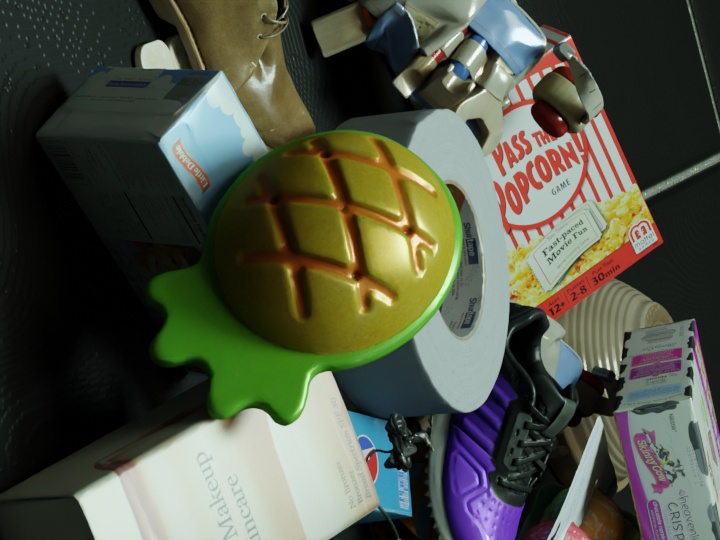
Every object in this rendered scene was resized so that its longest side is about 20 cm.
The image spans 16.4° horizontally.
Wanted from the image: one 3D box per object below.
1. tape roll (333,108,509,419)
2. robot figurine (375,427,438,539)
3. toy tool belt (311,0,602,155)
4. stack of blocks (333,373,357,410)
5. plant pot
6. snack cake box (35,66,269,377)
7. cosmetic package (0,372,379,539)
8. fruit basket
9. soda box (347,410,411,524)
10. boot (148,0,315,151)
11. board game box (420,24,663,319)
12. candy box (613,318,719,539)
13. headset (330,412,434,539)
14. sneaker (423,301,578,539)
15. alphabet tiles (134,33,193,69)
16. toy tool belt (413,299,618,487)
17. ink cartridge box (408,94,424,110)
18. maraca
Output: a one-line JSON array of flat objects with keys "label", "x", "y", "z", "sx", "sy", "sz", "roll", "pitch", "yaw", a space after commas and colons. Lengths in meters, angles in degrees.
[{"label": "tape roll", "x": 0.035, "y": -0.004, "z": 1.649, "sx": 0.200, "sy": 0.066, "sz": 0.202, "roll": -5, "pitch": 90, "yaw": -67}, {"label": "robot figurine", "x": 0.051, "y": 0.218, "z": 1.744, "sx": 0.145, "sy": 0.058, "sz": 0.201, "roll": 49, "pitch": 38, "yaw": -40}, {"label": "toy tool belt", "x": 0.068, "y": -0.146, "z": 1.823, "sx": 0.200, "sy": 0.123, "sz": 0.125, "roll": 45, "pitch": -10, "yaw": -7}, {"label": "stack of blocks", "x": 0.000, "y": 0.000, "z": 1.724, "sx": 0.200, "sy": 0.058, "sz": 0.116, "roll": -54, "pitch": 134, "yaw": -57}, {"label": "plant pot", "x": 0.215, "y": 0.085, "z": 2.092, "sx": 0.201, "sy": 0.092, "sz": 0.202, "roll": 34, "pitch": 50, "yaw": -54}, {"label": "snack cake box", "x": -0.093, "y": -0.024, "z": 1.490, "sx": 0.067, "sy": 0.115, "sz": 0.201, "roll": -51, "pitch": 127, "yaw": -31}, {"label": "cosmetic package", "x": -0.095, "y": 0.131, "z": 1.391, "sx": 0.200, "sy": 0.087, "sz": 0.104, "roll": -30, "pitch": 103, "yaw": -42}, {"label": "fruit basket", "x": 0.139, "y": 0.213, "z": 1.815, "sx": 0.186, "sy": 0.093, "sz": 0.200, "roll": -66, "pitch": 159, "yaw": -14}, {"label": "soda box", "x": -0.042, "y": 0.122, "z": 1.592, "sx": 0.200, "sy": 0.067, "sz": 0.065, "roll": 21, "pitch": 62, "yaw": -59}, {"label": "boot", "x": -0.072, "y": -0.154, "z": 1.631, "sx": 0.201, "sy": 0.075, "sz": 0.074, "roll": 57, "pitch": 26, "yaw": -27}, {"label": "board game box", "x": 0.132, "y": -0.065, "z": 1.946, "sx": 0.046, "sy": 0.151, "sz": 0.201, "roll": 32, "pitch": -26, "yaw": 60}, {"label": "candy box", "x": 0.234, "y": 0.132, "z": 1.864, "sx": 0.200, "sy": 0.061, "sz": 0.137, "roll": -63, "pitch": 140, "yaw": -73}, {"label": "headset", "x": -0.008, "y": 0.189, "z": 1.528, "sx": 0.094, "sy": 0.123, "sz": 0.201, "roll": -95, "pitch": -156, "yaw": -69}, {"label": "sneaker", "x": 0.102, "y": 0.113, "z": 1.716, "sx": 0.069, "sy": 0.099, "sz": 0.202, "roll": 25, "pitch": 58, "yaw": -55}, {"label": "alphabet tiles", "x": -0.090, "y": -0.063, "z": 1.642, "sx": 0.200, "sy": 0.015, "sz": 0.197, "roll": -30, "pitch": 106, "yaw": -63}, {"label": "toy tool belt", "x": 0.108, "y": 0.103, "z": 1.873, "sx": 0.200, "sy": 0.124, "sz": 0.124, "roll": 40, "pitch": 71, "yaw": -51}, {"label": "ink cartridge box", "x": 0.083, "y": -0.180, "z": 2.008, "sx": 0.201, "sy": 0.047, "sz": 0.198, "roll": 65, "pitch": 28, "yaw": -29}, {"label": "maraca", "x": -0.030, "y": 0.001, "z": 1.397, "sx": 0.200, "sy": 0.137, "sz": 0.107, "roll": -43, "pitch": 163, "yaw": -23}]
